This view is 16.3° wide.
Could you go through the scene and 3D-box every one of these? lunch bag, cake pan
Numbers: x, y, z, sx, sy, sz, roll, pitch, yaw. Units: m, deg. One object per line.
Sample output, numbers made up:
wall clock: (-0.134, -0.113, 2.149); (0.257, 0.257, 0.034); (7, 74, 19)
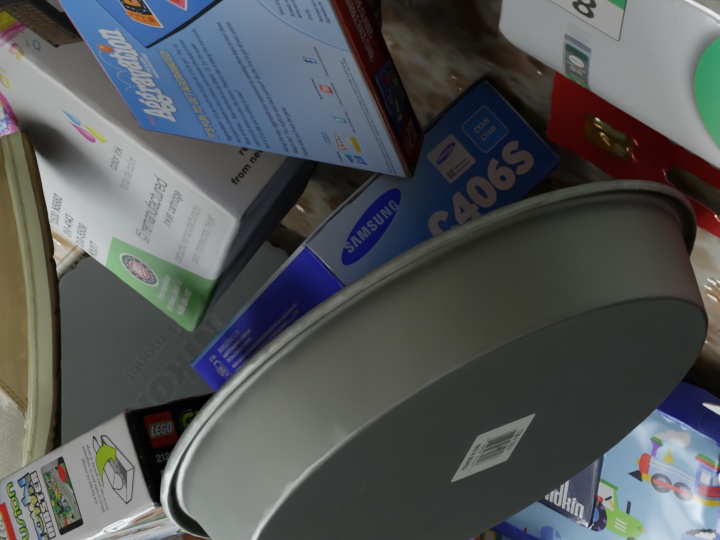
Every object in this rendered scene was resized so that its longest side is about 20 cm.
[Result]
lunch bag: (0.101, 0.088, 1.025); (0.150, 0.094, 0.200); (26, 145, 30)
cake pan: (0.031, 0.045, 0.819); (0.037, 0.200, 0.200); (59, 168, 22)

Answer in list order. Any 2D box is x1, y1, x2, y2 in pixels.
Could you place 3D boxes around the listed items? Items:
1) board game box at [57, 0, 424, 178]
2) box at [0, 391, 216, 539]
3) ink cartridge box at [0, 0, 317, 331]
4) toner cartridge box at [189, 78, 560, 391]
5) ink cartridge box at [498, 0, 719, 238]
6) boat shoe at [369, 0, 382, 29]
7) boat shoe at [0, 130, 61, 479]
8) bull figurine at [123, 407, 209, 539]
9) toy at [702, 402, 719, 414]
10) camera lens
board game box: (-0.047, -0.084, 0.779); (0.103, 0.020, 0.200); (10, 161, 15)
box: (-0.029, 0.065, 0.922); (0.110, 0.200, 0.035); (-28, 77, 48)
ink cartridge box: (-0.112, -0.084, 0.973); (0.200, 0.084, 0.145); (37, 160, 3)
toner cartridge box: (0.000, 0.000, 0.953); (0.043, 0.095, 0.200); (46, 159, 0)
ink cartridge box: (0.117, -0.036, 0.763); (0.161, 0.050, 0.200); (32, 157, 14)
boat shoe: (-0.081, -0.111, 0.858); (0.199, 0.072, 0.071); (20, 138, 30)
boat shoe: (-0.147, 0.048, 0.945); (0.066, 0.201, 0.074); (-1, -169, -9)
bull figurine: (-0.030, 0.126, 0.997); (0.199, 0.122, 0.065); (17, 120, -12)
toy: (0.219, 0.076, 0.823); (0.115, 0.047, 0.200); (31, 172, -36)
camera lens: (-0.069, 0.089, 1.166); (0.160, 0.160, 0.200); (29, 158, 21)
